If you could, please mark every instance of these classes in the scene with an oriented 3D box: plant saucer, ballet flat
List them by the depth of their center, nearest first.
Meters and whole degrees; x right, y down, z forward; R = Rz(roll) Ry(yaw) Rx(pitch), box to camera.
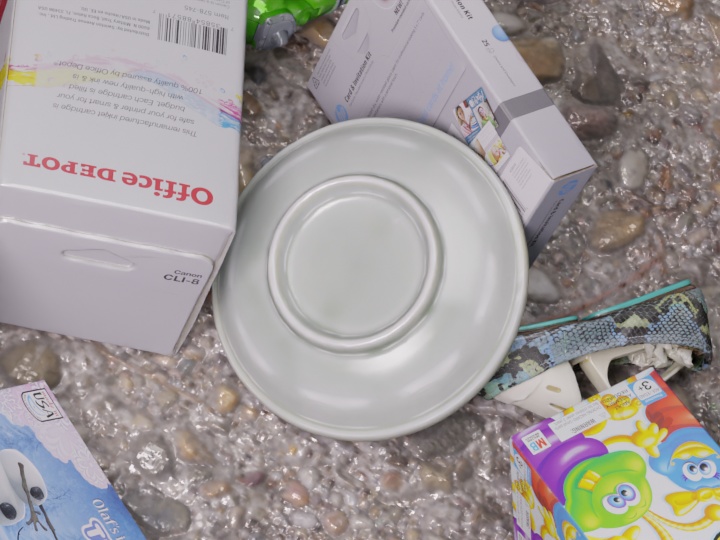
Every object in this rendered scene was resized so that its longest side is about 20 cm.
[{"bbox_3d":[0.000,0.000,1.621,0.198,0.050,0.202,-4,76,14],"label":"plant saucer"},{"bbox_3d":[0.139,0.058,1.689,0.199,0.074,0.075,-15,63,-23],"label":"ballet flat"}]

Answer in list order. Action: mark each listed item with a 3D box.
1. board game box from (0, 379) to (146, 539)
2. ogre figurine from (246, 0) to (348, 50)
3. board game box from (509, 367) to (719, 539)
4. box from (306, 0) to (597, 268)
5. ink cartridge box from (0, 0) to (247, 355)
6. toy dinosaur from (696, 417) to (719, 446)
[{"bbox_3d":[-0.187,0.162,1.449,0.201,0.043,0.199,55,26,13],"label":"board game box"},{"bbox_3d":[-0.099,-0.199,1.764,0.200,0.098,0.120,37,33,-12],"label":"ogre figurine"},{"bbox_3d":[0.181,0.172,1.555,0.104,0.103,0.200,-25,50,-16],"label":"board game box"},{"bbox_3d":[0.053,-0.092,1.701,0.041,0.156,0.201,-20,65,-33],"label":"box"},{"bbox_3d":[-0.155,-0.077,1.623,0.144,0.145,0.201,11,53,-13],"label":"ink cartridge box"},{"bbox_3d":[0.287,0.157,1.688,0.200,0.060,0.106,43,88,13],"label":"toy dinosaur"}]
